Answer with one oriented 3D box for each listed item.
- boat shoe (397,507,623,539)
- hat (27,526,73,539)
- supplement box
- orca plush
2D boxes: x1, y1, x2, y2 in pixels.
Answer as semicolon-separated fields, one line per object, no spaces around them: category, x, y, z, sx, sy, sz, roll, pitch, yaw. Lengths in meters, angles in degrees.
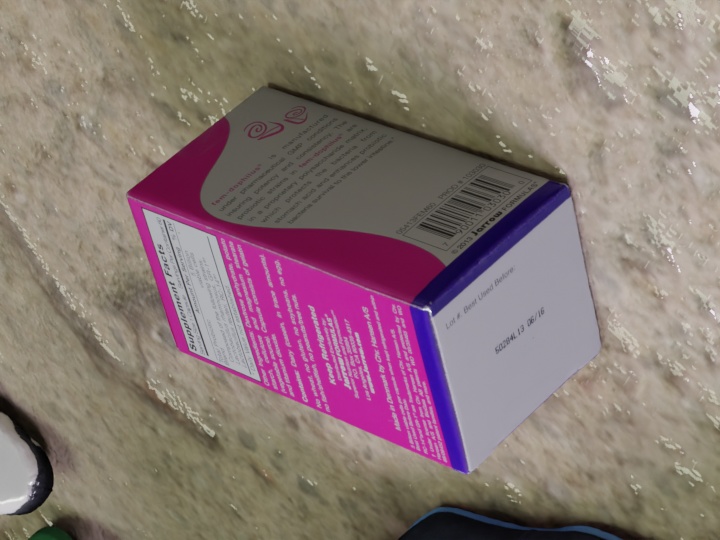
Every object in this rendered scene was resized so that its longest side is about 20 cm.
boat shoe;0.085;0.174;1.416;0.199;0.069;0.084;-2;122;53
hat;-0.130;0.271;1.848;0.165;0.175;0.201;-21;69;60
supplement box;0.000;0.000;1.311;0.199;0.101;0.104;22;140;40
orca plush;-0.273;0.122;1.821;0.199;0.106;0.071;-2;166;26
